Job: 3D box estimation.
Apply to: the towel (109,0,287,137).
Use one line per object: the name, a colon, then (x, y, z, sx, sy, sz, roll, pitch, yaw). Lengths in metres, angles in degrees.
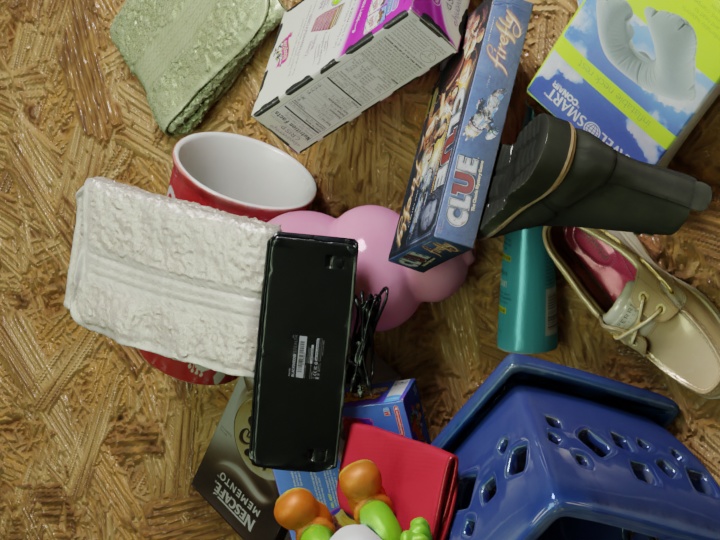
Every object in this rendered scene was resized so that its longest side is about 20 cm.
towel: (-0.156, -0.236, 1.837, 0.200, 0.036, 0.149, -45, 67, 36)

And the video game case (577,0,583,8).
video game case: (0.234, -0.306, 1.481, 0.199, 0.045, 0.183, -16, 87, 41)

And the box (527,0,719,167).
box: (0.212, -0.158, 1.475, 0.122, 0.048, 0.201, 43, 133, 12)

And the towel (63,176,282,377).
towel: (-0.160, 0.004, 1.649, 0.198, 0.034, 0.134, 14, 104, 23)

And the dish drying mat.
dish drying mat: (0.028, 0.169, 1.549, 0.200, 0.018, 0.078, 9, 86, 67)

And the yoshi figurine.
yoshi figurine: (-0.001, 0.232, 1.444, 0.113, 0.111, 0.201, -60, 36, 36)

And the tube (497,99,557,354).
tube: (0.138, -0.035, 1.598, 0.050, 0.077, 0.202, -1, 100, -4)

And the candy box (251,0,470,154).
candy box: (0.006, -0.200, 1.639, 0.199, 0.061, 0.137, -28, 34, 40)

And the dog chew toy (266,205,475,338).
dog chew toy: (0.000, 0.000, 1.672, 0.198, 0.124, 0.126, -13, 88, 12)

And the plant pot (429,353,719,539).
plant pot: (0.152, 0.186, 1.515, 0.200, 0.199, 0.181, -53, 35, 34)

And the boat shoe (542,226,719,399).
boat shoe: (0.214, 0.027, 1.534, 0.200, 0.069, 0.074, 47, 124, 26)

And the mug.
mug: (-0.148, -0.006, 1.782, 0.134, 0.176, 0.201, 48, 130, 42)

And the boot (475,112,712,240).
boot: (0.166, -0.047, 1.492, 0.200, 0.137, 0.078, 152, 135, -74)

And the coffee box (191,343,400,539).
coffee box: (-0.061, 0.147, 1.783, 0.113, 0.079, 0.201, 40, 120, 28)

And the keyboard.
keyboard: (-0.034, 0.069, 1.622, 0.103, 0.040, 0.202, 7, 104, 2)

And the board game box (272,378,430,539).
board game box: (0.002, 0.200, 1.696, 0.133, 0.045, 0.202, -7, 109, 19)

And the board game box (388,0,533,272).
board game box: (0.078, -0.107, 1.557, 0.135, 0.034, 0.202, 150, 135, -73)
